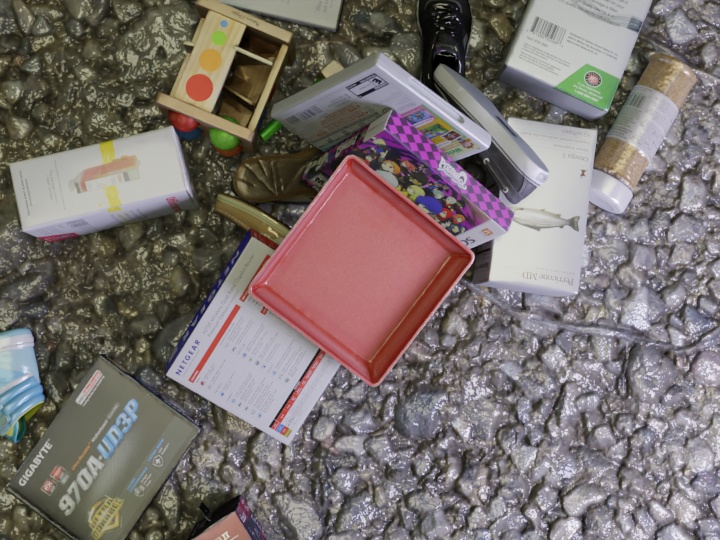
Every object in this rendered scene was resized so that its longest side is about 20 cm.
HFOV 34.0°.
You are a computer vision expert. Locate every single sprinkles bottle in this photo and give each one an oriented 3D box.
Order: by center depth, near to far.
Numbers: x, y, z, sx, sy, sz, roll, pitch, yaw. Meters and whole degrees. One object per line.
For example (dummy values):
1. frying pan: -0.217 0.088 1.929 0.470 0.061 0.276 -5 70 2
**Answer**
1. sprinkles bottle: 0.351 -0.174 1.494 0.068 0.068 0.202 30 86 -1

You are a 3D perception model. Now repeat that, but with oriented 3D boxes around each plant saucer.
1. plant saucer: 0.000 0.000 1.379 0.199 0.037 0.201 37 93 -15

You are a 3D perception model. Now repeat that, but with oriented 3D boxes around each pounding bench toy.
1. pounding bench toy: -0.132 -0.214 1.446 0.197 0.124 0.158 22 86 -1

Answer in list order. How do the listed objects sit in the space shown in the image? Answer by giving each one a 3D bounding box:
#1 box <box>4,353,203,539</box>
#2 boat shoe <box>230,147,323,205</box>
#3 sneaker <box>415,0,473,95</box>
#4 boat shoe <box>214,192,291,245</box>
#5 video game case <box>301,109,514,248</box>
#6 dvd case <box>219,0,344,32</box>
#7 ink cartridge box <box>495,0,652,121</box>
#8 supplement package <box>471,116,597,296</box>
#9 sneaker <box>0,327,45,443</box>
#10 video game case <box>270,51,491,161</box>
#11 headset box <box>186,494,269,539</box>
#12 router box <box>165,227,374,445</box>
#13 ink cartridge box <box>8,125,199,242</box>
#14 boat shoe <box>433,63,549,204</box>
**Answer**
1. box: -0.313 0.230 1.450 0.158 0.046 0.201 36 86 0
2. boat shoe: -0.068 -0.119 1.473 0.197 0.065 0.075 -2 93 -22
3. sneaker: 0.110 -0.289 1.480 0.074 0.088 0.204 0 87 -3
4. boat shoe: -0.104 -0.025 1.460 0.198 0.074 0.067 33 91 -1
5. video game case: 0.054 -0.089 1.396 0.199 0.180 0.036 38 57 -21
6. dvd case: -0.110 -0.398 1.511 0.197 0.018 0.145 12 87 -2
7. ink cartridge box: 0.278 -0.314 1.492 0.145 0.083 0.202 24 87 -1
8. supplement package: 0.214 -0.075 1.458 0.115 0.117 0.204 7 87 -4
9. sneaker: -0.479 0.162 1.431 0.197 0.080 0.132 -21 86 -3
10. video game case: 0.022 -0.168 1.360 0.181 0.199 0.022 31 61 -31
11. headset box: -0.134 0.362 1.400 0.074 0.149 0.202 -31 90 -4
12. router box: -0.110 0.081 1.426 0.178 0.049 0.201 32 98 -15
13. ink cartridge box: -0.304 -0.101 1.422 0.197 0.145 0.085 -13 86 -4
14. boat shoe: 0.140 -0.159 1.390 0.066 0.070 0.201 -47 68 20
